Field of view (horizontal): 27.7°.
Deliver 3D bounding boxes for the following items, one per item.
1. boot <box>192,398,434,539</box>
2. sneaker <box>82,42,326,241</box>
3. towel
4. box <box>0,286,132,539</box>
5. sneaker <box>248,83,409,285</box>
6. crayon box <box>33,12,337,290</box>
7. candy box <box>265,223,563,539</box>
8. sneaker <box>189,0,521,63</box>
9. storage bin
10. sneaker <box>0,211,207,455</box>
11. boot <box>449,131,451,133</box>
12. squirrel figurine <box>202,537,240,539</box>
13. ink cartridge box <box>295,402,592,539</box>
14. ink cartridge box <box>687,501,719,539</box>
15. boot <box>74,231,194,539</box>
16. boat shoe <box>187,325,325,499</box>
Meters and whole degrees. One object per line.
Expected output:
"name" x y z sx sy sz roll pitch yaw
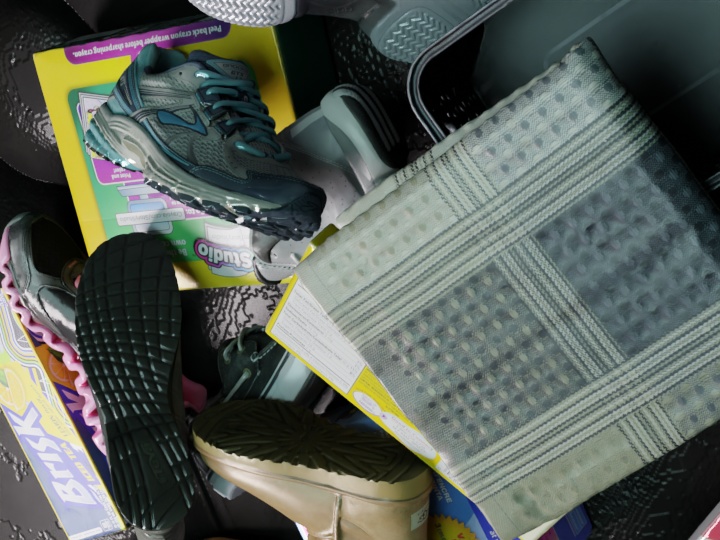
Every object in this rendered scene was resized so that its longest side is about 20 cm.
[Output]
"boot" -0.028 0.193 0.918 0.175 0.066 0.201 15 119 32
"sneaker" -0.086 -0.080 0.828 0.200 0.078 0.087 28 95 43
"towel" 0.091 0.016 0.729 0.200 0.035 0.193 -36 95 25
"box" -0.222 0.101 1.102 0.070 0.064 0.201 -22 97 38
"sneaker" 0.000 0.000 0.864 0.115 0.075 0.200 -27 91 20
"crayon box" -0.103 -0.077 0.953 0.199 0.058 0.173 -3 109 33
"candy box" 0.040 0.066 0.814 0.200 0.026 0.102 39 143 5
"sneaker" 0.000 -0.186 0.829 0.199 0.114 0.076 8 138 -7
"storage bin" 0.141 -0.105 0.732 0.200 0.094 0.135 -33 94 26
"sneaker" -0.178 0.038 1.048 0.095 0.079 0.200 -24 103 32
"boot" 0.097 0.007 0.826 0.075 0.107 0.200 -40 84 39
"squirrel figurine" -0.137 0.311 1.111 0.200 0.141 0.187 2 121 48
"ink cartridge box" 0.053 0.137 0.930 0.200 0.076 0.137 -24 95 36
"ink cartridge box" 0.280 0.188 0.793 0.200 0.083 0.145 39 126 14
"boot" -0.149 0.086 0.970 0.131 0.067 0.201 119 144 -73
"boat shoe" -0.068 0.072 0.977 0.071 0.072 0.200 40 122 9
